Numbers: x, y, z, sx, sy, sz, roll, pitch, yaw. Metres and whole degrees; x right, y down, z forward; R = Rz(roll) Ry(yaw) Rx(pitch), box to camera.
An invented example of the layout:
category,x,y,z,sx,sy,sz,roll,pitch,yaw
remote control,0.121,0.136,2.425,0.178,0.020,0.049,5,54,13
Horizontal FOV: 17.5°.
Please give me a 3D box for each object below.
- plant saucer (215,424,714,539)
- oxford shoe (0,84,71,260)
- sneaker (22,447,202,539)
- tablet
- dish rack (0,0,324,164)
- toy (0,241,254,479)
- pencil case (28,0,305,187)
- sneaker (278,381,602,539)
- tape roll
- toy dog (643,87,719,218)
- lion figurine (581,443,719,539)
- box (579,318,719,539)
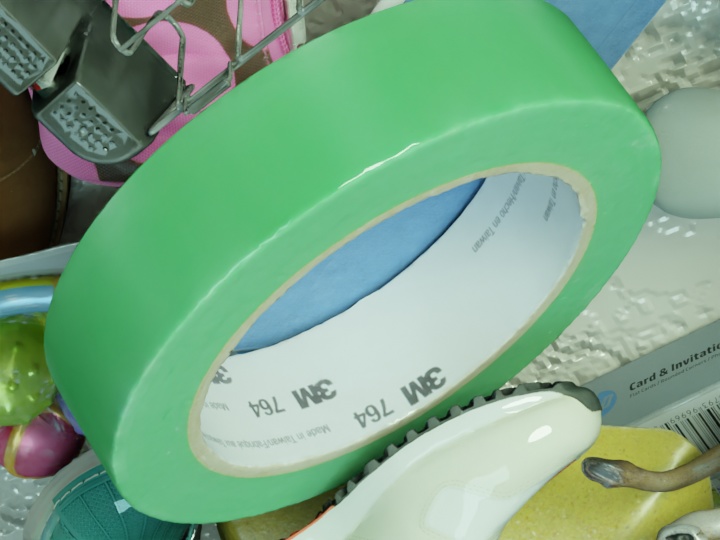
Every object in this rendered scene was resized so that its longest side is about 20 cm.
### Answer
category,x,y,z,sx,sy,sz,roll,pitch,yaw
plant saucer,0.038,0.145,0.883,0.199,0.049,0.201,2,129,21
oxford shoe,-0.138,-0.052,0.769,0.071,0.072,0.201,-1,135,2
sneaker,-0.085,0.139,0.875,0.071,0.080,0.201,-16,146,-26
tablet,0.020,-0.043,0.755,0.130,0.014,0.200,-3,139,-47
dish rack,-0.050,-0.129,0.622,0.200,0.055,0.153,-36,114,23
toy,-0.126,0.044,0.832,0.199,0.048,0.115,-9,150,14
pencil case,-0.064,-0.128,0.702,0.093,0.091,0.201,7,126,20
sneaker,0.013,0.119,0.791,0.199,0.070,0.094,-35,78,11
tape roll,0.000,0.000,0.731,0.200,0.048,0.201,-27,154,-14
toy dog,0.196,-0.040,0.738,0.199,0.096,0.133,30,118,26
lion figurine,0.183,0.051,0.768,0.199,0.122,0.073,0,102,23
box,0.193,0.091,0.867,0.155,0.041,0.200,-28,118,22
